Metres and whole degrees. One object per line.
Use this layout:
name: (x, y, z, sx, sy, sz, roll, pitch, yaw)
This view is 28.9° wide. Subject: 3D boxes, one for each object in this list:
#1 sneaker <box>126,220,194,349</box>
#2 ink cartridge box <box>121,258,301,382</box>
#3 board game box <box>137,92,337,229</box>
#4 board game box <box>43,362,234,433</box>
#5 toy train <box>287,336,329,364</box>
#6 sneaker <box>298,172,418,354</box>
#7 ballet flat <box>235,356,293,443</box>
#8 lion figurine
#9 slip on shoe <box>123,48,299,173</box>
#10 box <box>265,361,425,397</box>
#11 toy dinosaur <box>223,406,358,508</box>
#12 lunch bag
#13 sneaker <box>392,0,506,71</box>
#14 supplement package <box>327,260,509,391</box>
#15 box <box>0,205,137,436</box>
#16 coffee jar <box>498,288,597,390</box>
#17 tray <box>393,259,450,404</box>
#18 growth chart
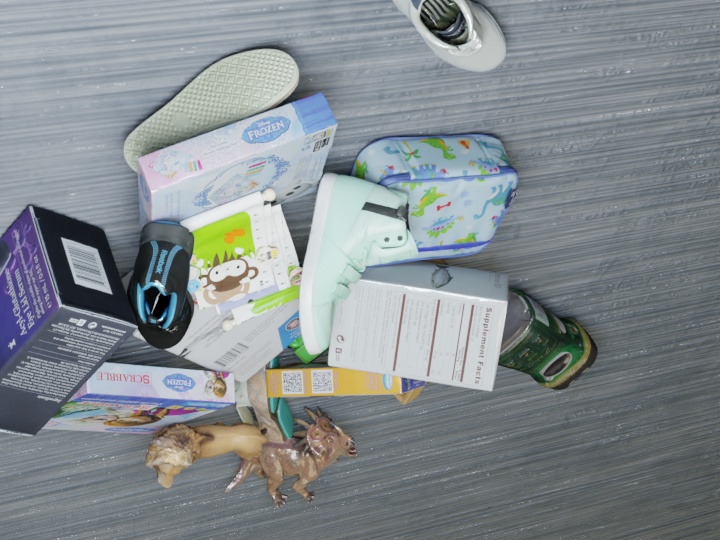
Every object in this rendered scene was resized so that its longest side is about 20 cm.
sneaker: (-0.216, 0.033, 1.461, 0.073, 0.082, 0.200, 9, 145, 0)
ink cartridge box: (-0.162, 0.034, 1.634, 0.145, 0.084, 0.200, -39, 142, 16)
board game box: (-0.132, -0.098, 1.452, 0.199, 0.043, 0.200, -23, 168, -14)
board game box: (-0.287, 0.155, 1.670, 0.200, 0.041, 0.199, 8, 159, -38)
toy train: (-0.012, 0.046, 1.766, 0.200, 0.042, 0.056, -37, 110, 14)
sneaker: (0.000, 0.000, 1.527, 0.118, 0.201, 0.074, 9, 180, 7)
ballet flat: (-0.134, 0.170, 1.842, 0.067, 0.068, 0.200, 2, 141, 7)
lion figurine: (-0.184, 0.217, 1.753, 0.200, 0.073, 0.122, -13, 174, -30)
slip on shoe: (-0.149, -0.159, 1.425, 0.200, 0.074, 0.061, -33, 164, 9)
box: (-0.006, 0.136, 1.762, 0.199, 0.042, 0.119, -1, 180, 17)
toy dinosaur: (-0.100, 0.254, 1.955, 0.199, 0.086, 0.136, -8, 132, 2)
lunch bag: (0.079, -0.080, 1.650, 0.199, 0.083, 0.161, -5, 141, -26)
sneaker: (0.095, -0.250, 1.455, 0.073, 0.071, 0.200, -41, 142, 19)
supplement package: (0.072, 0.058, 1.674, 0.199, 0.117, 0.118, 9, 106, 4)
box: (-0.351, 0.057, 1.490, 0.104, 0.148, 0.200, 20, 123, -45)
coffee jar: (0.248, 0.101, 1.972, 0.104, 0.085, 0.200, -44, 140, 17)
tray: (0.072, 0.072, 1.812, 0.037, 0.099, 0.200, -25, 152, -46)
growth chart: (-0.130, -0.009, 1.520, 0.144, 0.018, 0.200, -28, 142, -5)
